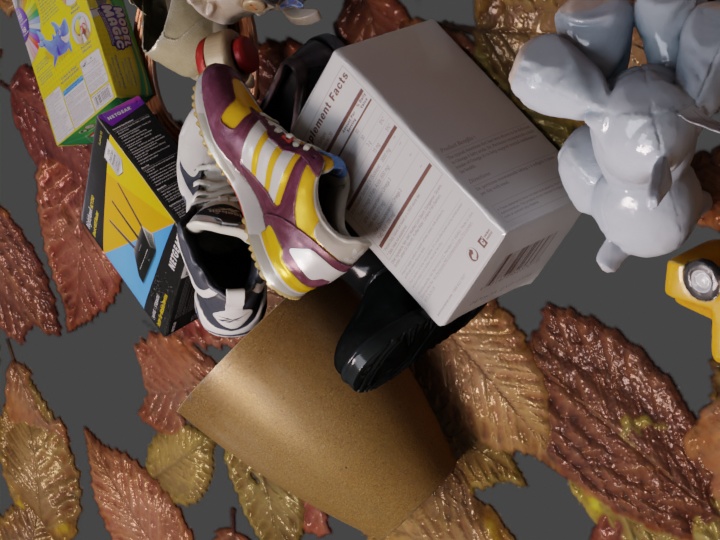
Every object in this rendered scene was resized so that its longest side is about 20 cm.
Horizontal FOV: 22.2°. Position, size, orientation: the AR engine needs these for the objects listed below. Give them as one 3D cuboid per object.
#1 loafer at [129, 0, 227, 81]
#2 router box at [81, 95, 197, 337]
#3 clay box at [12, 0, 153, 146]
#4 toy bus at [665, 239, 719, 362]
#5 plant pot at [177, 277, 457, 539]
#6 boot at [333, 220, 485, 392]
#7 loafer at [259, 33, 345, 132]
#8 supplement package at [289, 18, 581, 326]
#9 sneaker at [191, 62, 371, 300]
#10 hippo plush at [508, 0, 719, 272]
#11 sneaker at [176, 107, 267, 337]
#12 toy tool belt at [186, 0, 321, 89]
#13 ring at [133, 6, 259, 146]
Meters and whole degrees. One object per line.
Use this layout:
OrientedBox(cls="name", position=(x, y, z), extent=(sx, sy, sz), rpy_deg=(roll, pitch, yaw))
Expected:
OrientedBox(cls="loafer", position=(-0.161, -0.256, 1.550), extent=(0.076, 0.068, 0.200), rpy_deg=(-37, 59, 43))
OrientedBox(cls="router box", position=(-0.190, -0.046, 1.675), extent=(0.149, 0.051, 0.200), rpy_deg=(53, 155, 15))
OrientedBox(cls="clay box", position=(-0.266, -0.229, 1.702), extent=(0.115, 0.048, 0.200), rpy_deg=(-29, 74, 46))
OrientedBox(cls="toy bus", position=(0.309, 0.035, 1.261), extent=(0.200, 0.065, 0.078), rpy_deg=(16, 119, 38))
OrientedBox(cls="plant pot", position=(-0.019, 0.124, 1.551), extent=(0.200, 0.186, 0.186), rpy_deg=(45, 133, 3))
OrientedBox(cls="boot", position=(0.000, 0.000, 1.456), extent=(0.162, 0.198, 0.073), rpy_deg=(43, 129, 14))
OrientedBox(cls="loafer", position=(-0.072, -0.118, 1.565), extent=(0.072, 0.063, 0.200), rpy_deg=(46, 132, 20))
OrientedBox(cls="supplement package", position=(0.058, -0.078, 1.417), extent=(0.200, 0.117, 0.117), rpy_deg=(49, 136, 18))
OrientedBox(cls="sneaker", position=(-0.056, -0.082, 1.403), extent=(0.090, 0.075, 0.200), rpy_deg=(-30, 76, 23))
OrientedBox(cls="hippo plush", position=(0.211, -0.093, 1.277), extent=(0.200, 0.159, 0.161), rpy_deg=(49, 166, 38))
OrientedBox(cls="sneaker", position=(-0.108, -0.053, 1.474), extent=(0.130, 0.079, 0.199), rpy_deg=(122, 150, -76))
OrientedBox(cls="toy tool belt", position=(-0.078, -0.251, 1.469), extent=(0.123, 0.125, 0.200), rpy_deg=(-12, 76, 24))
OrientedBox(cls="ring", position=(-0.143, -0.185, 1.612), extent=(0.200, 0.019, 0.201), rpy_deg=(9, 102, 51))
